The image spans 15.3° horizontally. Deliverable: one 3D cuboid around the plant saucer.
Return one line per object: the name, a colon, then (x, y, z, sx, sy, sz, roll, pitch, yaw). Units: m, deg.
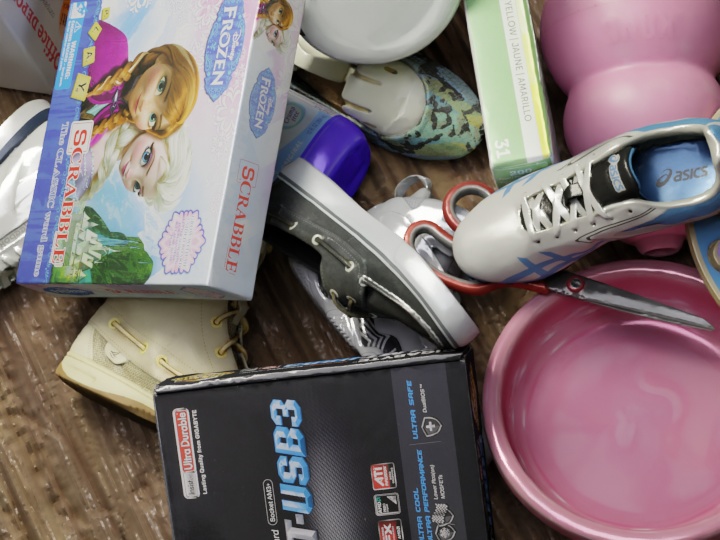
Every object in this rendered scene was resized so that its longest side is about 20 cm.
plant saucer: (0.176, 0.090, 1.669, 0.199, 0.051, 0.201, -2, 59, 3)

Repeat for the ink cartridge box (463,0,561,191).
ink cartridge box: (0.095, -0.132, 1.708, 0.048, 0.200, 0.146, -11, 65, 7)

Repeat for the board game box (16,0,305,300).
board game box: (-0.131, -0.082, 1.724, 0.199, 0.041, 0.201, -1, 76, 46)

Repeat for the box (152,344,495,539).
box: (-0.018, 0.155, 1.656, 0.198, 0.050, 0.201, -6, 96, 8)

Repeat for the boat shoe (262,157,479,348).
boat shoe: (0.000, 0.000, 1.673, 0.057, 0.069, 0.200, -43, 47, -6)

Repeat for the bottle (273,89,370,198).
bottle: (-0.093, -0.099, 1.811, 0.200, 0.065, 0.084, 29, 75, 21)

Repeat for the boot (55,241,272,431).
boot: (-0.085, 0.040, 1.748, 0.199, 0.073, 0.156, 21, 78, 26)

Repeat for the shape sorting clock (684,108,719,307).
shape sorting clock: (0.298, -0.033, 1.681, 0.199, 0.039, 0.201, 5, 72, -17)

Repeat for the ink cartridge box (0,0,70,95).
ink cartridge box: (-0.268, -0.248, 1.865, 0.144, 0.147, 0.201, 11, 71, 16)

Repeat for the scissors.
scissors: (0.121, 0.012, 1.684, 0.200, 0.014, 0.073, 32, 70, 14)

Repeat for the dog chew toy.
dog chew toy: (0.183, -0.108, 1.728, 0.124, 0.125, 0.201, -7, 74, 9)

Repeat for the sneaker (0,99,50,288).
sneaker: (-0.249, -0.022, 1.814, 0.080, 0.076, 0.200, 36, 81, 13)

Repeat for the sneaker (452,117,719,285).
sneaker: (0.144, -0.047, 1.644, 0.199, 0.072, 0.072, -20, 66, 18)

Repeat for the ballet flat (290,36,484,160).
ballet flat: (-0.009, -0.130, 1.799, 0.200, 0.074, 0.074, 28, 76, 25)

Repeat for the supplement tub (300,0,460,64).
supplement tub: (-0.007, -0.232, 1.781, 0.122, 0.123, 0.200, -22, 34, 3)

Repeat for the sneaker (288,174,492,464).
sneaker: (0.049, 0.028, 1.723, 0.115, 0.075, 0.200, -38, 63, -2)
